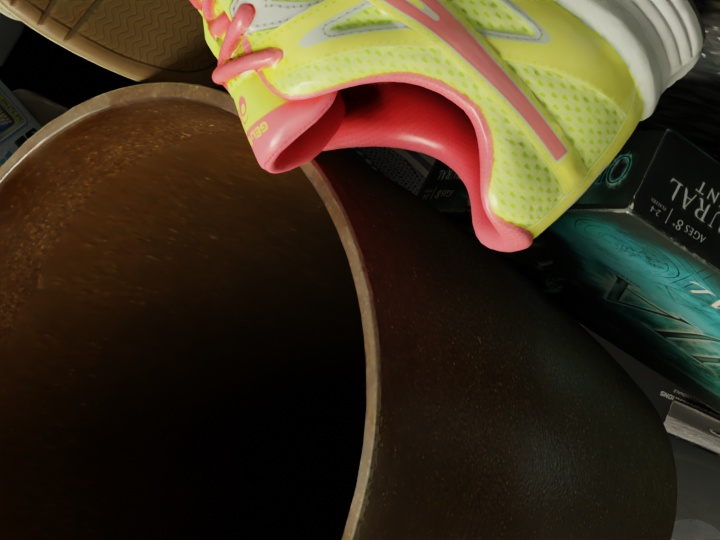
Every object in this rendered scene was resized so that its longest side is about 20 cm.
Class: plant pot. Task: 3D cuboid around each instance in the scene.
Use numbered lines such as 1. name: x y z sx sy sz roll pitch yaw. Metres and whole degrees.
1. plant pot: -0.001 0.056 0.861 0.187 0.188 0.200 16 -178 43

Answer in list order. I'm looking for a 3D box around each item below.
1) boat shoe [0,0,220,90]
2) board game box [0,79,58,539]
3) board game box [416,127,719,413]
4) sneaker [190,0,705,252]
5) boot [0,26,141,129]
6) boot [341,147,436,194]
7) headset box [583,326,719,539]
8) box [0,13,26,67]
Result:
1. boat shoe: -0.109 -0.122 0.807 0.200 0.073 0.063 38 172 -16
2. board game box: -0.110 0.050 0.946 0.200 0.043 0.199 49 -152 -4
3. board game box: 0.125 0.022 0.865 0.200 0.028 0.135 33 167 -21
4. sneaker: -0.018 -0.074 0.739 0.200 0.091 0.078 28 169 8
5. boot: -0.074 -0.023 1.069 0.200 0.070 0.146 26 154 20
6. boot: 0.000 0.000 0.989 0.073 0.091 0.200 21 166 30
7. headset box: 0.149 0.094 1.076 0.148 0.077 0.200 22 165 23
8. box: -0.197 -0.147 0.949 0.155 0.041 0.200 24 166 16
